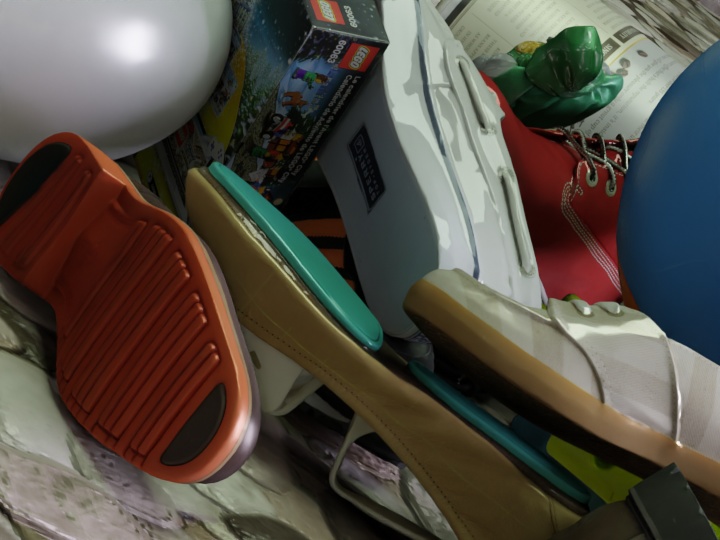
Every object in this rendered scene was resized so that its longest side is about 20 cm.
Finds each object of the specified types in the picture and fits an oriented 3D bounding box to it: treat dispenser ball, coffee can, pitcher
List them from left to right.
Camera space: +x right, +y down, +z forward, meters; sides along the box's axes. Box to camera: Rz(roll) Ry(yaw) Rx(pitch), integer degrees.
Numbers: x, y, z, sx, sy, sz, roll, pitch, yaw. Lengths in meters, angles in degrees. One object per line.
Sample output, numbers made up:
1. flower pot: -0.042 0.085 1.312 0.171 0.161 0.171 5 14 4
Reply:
1. pitcher: -0.163 -0.114 1.121 0.199 0.122 0.171 8 13 -46
2. coffee can: 0.122 -0.069 1.606 0.200 0.147 0.146 40 13 10
3. treat dispenser ball: 0.204 -0.012 1.166 0.200 0.201 0.201 35 13 -9

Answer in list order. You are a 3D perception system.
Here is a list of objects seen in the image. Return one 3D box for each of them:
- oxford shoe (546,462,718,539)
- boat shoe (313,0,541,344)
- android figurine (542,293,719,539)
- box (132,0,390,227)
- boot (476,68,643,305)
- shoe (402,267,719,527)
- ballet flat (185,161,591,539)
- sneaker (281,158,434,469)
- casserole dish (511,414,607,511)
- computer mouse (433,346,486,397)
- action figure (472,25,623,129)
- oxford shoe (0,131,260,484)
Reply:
1. oxford shoe: 0.089 0.121 1.039 0.073 0.084 0.200 62 0 19
2. boat shoe: 0.025 -0.053 1.154 0.065 0.074 0.201 10 54 -31
3. android figurine: 0.143 0.083 1.214 0.200 0.041 0.182 41 14 17
4. box: -0.060 -0.119 1.208 0.038 0.137 0.201 9 44 -32
5. boot: 0.107 -0.050 1.271 0.073 0.144 0.200 62 1 32
6. shoe: 0.104 0.046 1.066 0.199 0.054 0.070 31 -8 -17
7. ballet flat: -0.003 0.046 1.060 0.200 0.063 0.069 42 6 0
8. sneaker: 0.000 0.000 1.176 0.070 0.090 0.200 31 14 -24
9. casserole dish: 0.128 0.106 1.266 0.121 0.039 0.200 34 14 -12
10. computer mouse: 0.033 -0.003 1.368 0.140 0.046 0.200 39 13 10
11. action figure: 0.065 -0.083 1.347 0.117 0.055 0.200 -1 -5 -23
12. oxford shoe: -0.066 0.018 0.998 0.072 0.071 0.200 34 12 -34
